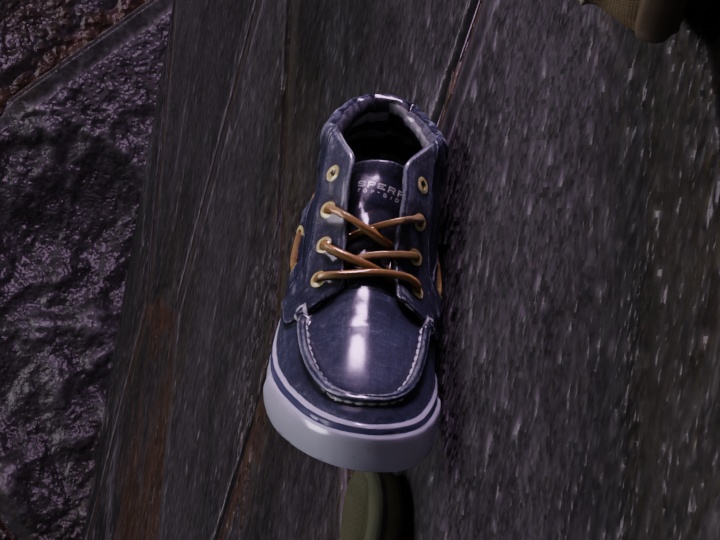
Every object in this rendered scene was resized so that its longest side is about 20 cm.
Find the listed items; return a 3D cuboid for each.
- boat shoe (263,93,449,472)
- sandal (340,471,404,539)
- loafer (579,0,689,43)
[{"bbox_3d":[0.000,0.000,1.113,0.200,0.070,0.091,-94,12,-64],"label":"boat shoe"},{"bbox_3d":[-0.030,0.153,1.105,0.080,0.057,0.201,109,-175,-49],"label":"sandal"},{"bbox_3d":[0.071,-0.142,0.839,0.200,0.067,0.076,-91,14,-52],"label":"loafer"}]
